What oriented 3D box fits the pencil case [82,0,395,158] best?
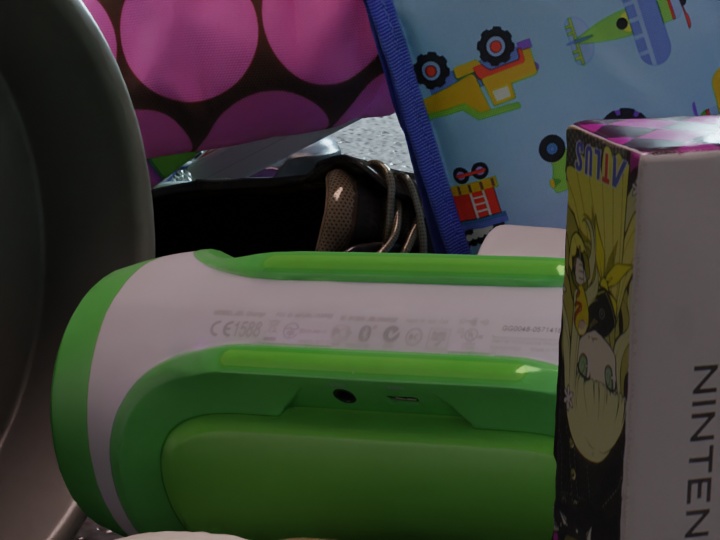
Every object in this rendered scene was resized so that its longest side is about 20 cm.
[{"bbox_3d":[-0.084,-0.088,0.836,0.199,0.094,0.091,-12,35,-17],"label":"pencil case"}]

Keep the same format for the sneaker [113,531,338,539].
[{"bbox_3d":[0.023,0.094,0.572,0.199,0.077,0.089,9,5,14],"label":"sneaker"}]

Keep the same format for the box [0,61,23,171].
[{"bbox_3d":[-0.199,-0.016,0.698,0.130,0.201,0.199,10,17,31],"label":"box"}]

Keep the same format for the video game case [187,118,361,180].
[{"bbox_3d":[0.028,-0.109,0.988,0.143,0.017,0.200,-24,17,48],"label":"video game case"}]

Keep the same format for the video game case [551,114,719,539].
[{"bbox_3d":[0.135,0.054,0.502,0.199,0.182,0.036,-4,16,-20],"label":"video game case"}]

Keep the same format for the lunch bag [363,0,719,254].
[{"bbox_3d":[0.089,-0.050,0.749,0.150,0.201,0.094,-19,33,-2],"label":"lunch bag"}]

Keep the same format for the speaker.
[{"bbox_3d":[0.021,0.038,0.607,0.199,0.089,0.088,2,14,29],"label":"speaker"}]

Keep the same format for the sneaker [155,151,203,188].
[{"bbox_3d":[-0.107,-0.047,1.040,0.077,0.086,0.199,-13,22,-43],"label":"sneaker"}]

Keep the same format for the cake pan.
[{"bbox_3d":[-0.129,0.002,0.643,0.037,0.202,0.200,3,14,33],"label":"cake pan"}]

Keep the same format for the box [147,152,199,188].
[{"bbox_3d":[-0.124,-0.121,0.937,0.200,0.176,0.097,-39,42,-17],"label":"box"}]

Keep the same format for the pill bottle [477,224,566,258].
[{"bbox_3d":[0.131,0.040,0.669,0.199,0.120,0.120,6,16,15],"label":"pill bottle"}]

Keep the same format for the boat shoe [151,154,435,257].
[{"bbox_3d":[0.000,0.000,0.857,0.199,0.075,0.073,-5,-28,4],"label":"boat shoe"}]

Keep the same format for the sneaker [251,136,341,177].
[{"bbox_3d":[-0.095,-0.091,1.197,0.199,0.088,0.074,12,18,35],"label":"sneaker"}]
